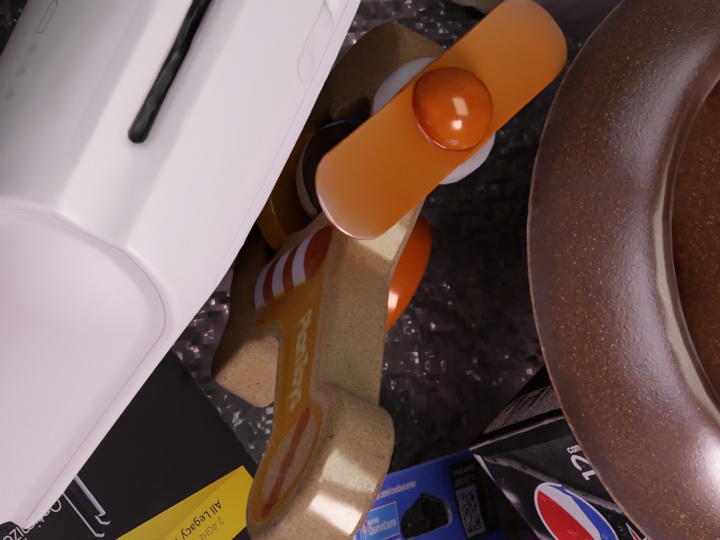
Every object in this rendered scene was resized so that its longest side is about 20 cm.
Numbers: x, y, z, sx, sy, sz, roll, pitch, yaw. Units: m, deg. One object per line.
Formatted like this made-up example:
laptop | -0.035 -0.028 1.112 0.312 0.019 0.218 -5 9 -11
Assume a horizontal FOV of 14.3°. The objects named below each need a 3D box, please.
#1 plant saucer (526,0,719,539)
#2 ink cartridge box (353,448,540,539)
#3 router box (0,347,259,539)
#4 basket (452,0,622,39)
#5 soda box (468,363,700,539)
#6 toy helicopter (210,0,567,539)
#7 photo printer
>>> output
plant saucer | 0.140 0.000 0.817 0.199 0.032 0.201 6 77 -28
ink cartridge box | 0.055 0.150 0.844 0.119 0.042 0.201 -7 79 -66
router box | -0.104 0.116 0.790 0.200 0.052 0.158 -41 100 -29
basket | 0.057 -0.167 0.856 0.123 0.200 0.136 10 74 -20
soda box | 0.126 0.010 0.861 0.200 0.063 0.071 -44 101 -27
toy helicopter | 0.000 0.000 0.789 0.079 0.132 0.201 31 33 -19
photo printer | -0.058 -0.038 0.708 0.069 0.200 0.167 27 63 -7
